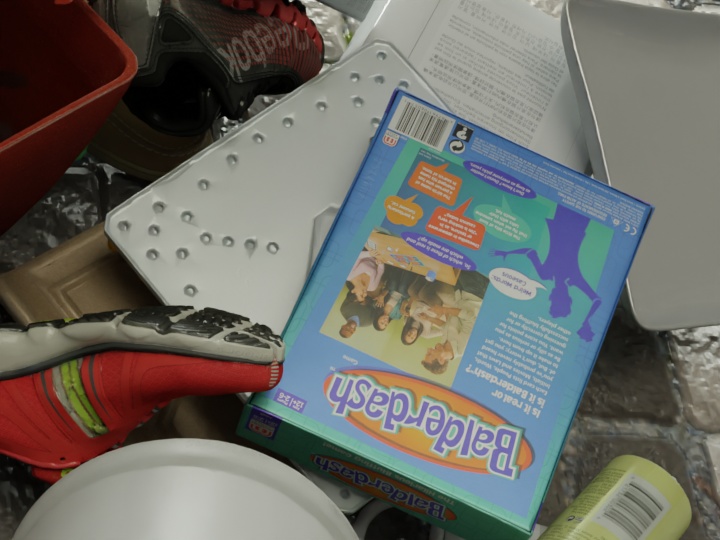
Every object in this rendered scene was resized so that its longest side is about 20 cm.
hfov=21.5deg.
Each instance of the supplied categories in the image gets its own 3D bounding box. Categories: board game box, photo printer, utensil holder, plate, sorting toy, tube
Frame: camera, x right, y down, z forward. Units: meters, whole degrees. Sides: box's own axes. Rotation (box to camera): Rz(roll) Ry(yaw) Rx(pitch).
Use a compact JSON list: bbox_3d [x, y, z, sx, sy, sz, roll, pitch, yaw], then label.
[{"bbox_3d":[0.046,0.024,0.959,0.152,0.045,0.200,25,62,0],"label":"board game box"},{"bbox_3d":[0.057,-0.079,1.117,0.166,0.069,0.200,28,53,-2],"label":"photo printer"},{"bbox_3d":[-0.081,0.189,0.772,0.170,0.170,0.200,22,22,-7],"label":"utensil holder"},{"bbox_3d":[0.197,-0.060,1.137,0.199,0.032,0.201,-1,75,-44],"label":"plate"},{"bbox_3d":[-0.072,0.039,1.013,0.200,0.036,0.185,-30,73,-39],"label":"sorting toy"},{"bbox_3d":[0.083,0.165,0.893,0.052,0.058,0.200,52,54,-4],"label":"tube"},{"bbox_3d":[0.000,0.000,1.001,0.200,0.026,0.200,-35,77,-24],"label":"board game box"}]

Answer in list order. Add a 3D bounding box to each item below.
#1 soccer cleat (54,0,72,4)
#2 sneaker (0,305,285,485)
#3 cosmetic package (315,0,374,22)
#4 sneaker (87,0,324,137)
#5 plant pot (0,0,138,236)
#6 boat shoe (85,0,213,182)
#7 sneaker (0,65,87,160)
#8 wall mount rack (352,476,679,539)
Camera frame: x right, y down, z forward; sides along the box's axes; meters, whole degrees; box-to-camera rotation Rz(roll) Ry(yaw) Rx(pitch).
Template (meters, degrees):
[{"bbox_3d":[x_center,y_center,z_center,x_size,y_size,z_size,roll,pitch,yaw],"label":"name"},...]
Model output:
[{"bbox_3d":[-0.187,-0.193,0.876,0.200,0.069,0.078,26,49,-1],"label":"soccer cleat"},{"bbox_3d":[-0.127,0.063,0.910,0.199,0.077,0.085,-6,93,17],"label":"sneaker"},{"bbox_3d":[-0.095,-0.217,1.075,0.200,0.052,0.151,31,6,23],"label":"cosmetic package"},{"bbox_3d":[-0.082,-0.114,1.026,0.200,0.071,0.098,16,67,-61],"label":"sneaker"},{"bbox_3d":[-0.260,-0.073,0.918,0.200,0.176,0.200,47,53,11],"label":"plant pot"},{"bbox_3d":[-0.154,-0.134,1.071,0.072,0.065,0.200,-32,74,-35],"label":"boat shoe"},{"bbox_3d":[-0.218,-0.120,1.033,0.074,0.084,0.200,-31,55,-32],"label":"sneaker"},{"bbox_3d":[0.093,0.174,0.961,0.199,0.075,0.174,16,57,-10],"label":"wall mount rack"}]
